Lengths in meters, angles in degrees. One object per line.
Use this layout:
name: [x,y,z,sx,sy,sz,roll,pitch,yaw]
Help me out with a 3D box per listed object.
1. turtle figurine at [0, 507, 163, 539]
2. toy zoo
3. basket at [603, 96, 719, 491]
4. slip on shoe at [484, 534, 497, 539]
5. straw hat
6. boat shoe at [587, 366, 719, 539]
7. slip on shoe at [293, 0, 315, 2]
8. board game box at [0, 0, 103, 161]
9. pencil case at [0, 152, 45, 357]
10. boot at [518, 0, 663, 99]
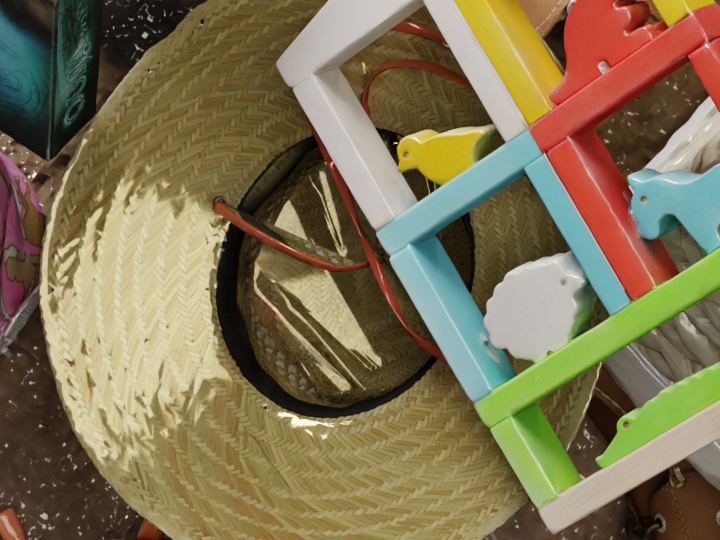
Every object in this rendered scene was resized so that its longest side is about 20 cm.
turtle figurine: [-0.028,0.121,0.941,0.161,0.064,0.200,-33,62,-6]
toy zoo: [0.057,-0.038,0.850,0.131,0.020,0.201,-33,84,32]
basket: [0.209,-0.009,0.929,0.198,0.161,0.200,45,54,0]
slip on shoe: [0.009,0.175,0.981,0.076,0.061,0.201,18,86,-8]
straw hat: [0.000,0.000,0.941,0.200,0.085,0.203,0,92,13]
boat shoe: [0.124,0.084,0.996,0.200,0.072,0.068,39,89,-2]
slip on shoe: [0.008,-0.165,0.962,0.061,0.074,0.200,36,60,-4]
board game box: [-0.165,-0.131,0.880,0.199,0.136,0.028,32,59,14]
pencil case: [-0.147,-0.017,0.887,0.086,0.200,0.083,9,83,3]
boot: [0.128,-0.132,1.002,0.199,0.077,0.156,17,94,-21]
